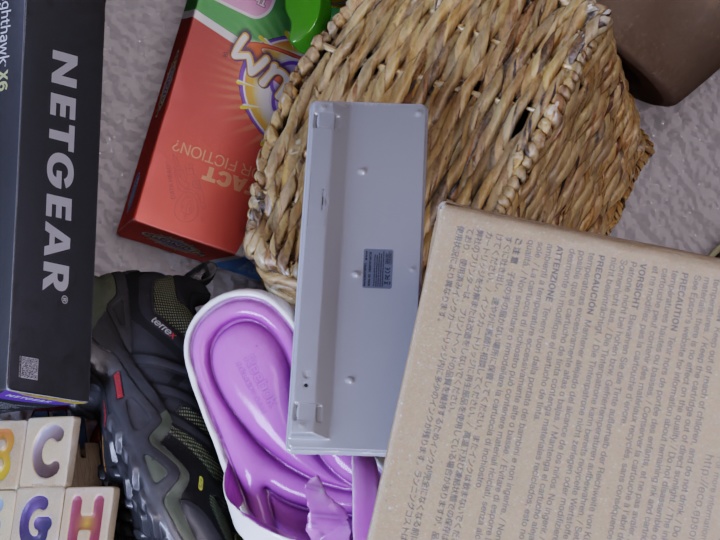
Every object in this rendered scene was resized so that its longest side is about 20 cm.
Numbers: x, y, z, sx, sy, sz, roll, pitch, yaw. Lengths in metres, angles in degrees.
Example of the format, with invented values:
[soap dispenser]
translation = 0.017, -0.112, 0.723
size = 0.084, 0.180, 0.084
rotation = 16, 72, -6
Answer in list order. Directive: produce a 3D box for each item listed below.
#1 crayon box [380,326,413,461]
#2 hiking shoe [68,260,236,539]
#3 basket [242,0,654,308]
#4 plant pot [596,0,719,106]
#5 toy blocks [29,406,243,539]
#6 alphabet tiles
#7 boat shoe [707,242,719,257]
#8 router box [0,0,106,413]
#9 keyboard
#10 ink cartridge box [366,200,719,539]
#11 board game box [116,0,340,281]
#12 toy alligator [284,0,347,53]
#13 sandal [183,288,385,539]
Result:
[crayon box]
translation = 0.052, 0.086, 1.340
size = 0.199, 0.052, 0.126
rotation = -10, 80, 22
[hiking shoe]
translation = -0.072, 0.078, 1.386
size = 0.100, 0.076, 0.200
rotation = -13, 63, -20
[basket]
translation = 0.037, -0.040, 1.487
size = 0.142, 0.149, 0.200
rotation = 21, 72, 22
[plant pot]
translation = 0.163, -0.186, 1.535
size = 0.200, 0.200, 0.175
rotation = 36, 85, -7
[toy blocks]
translation = -0.083, 0.096, 1.463
size = 0.199, 0.100, 0.137
rotation = -2, 69, -16
[alphabet tiles]
translation = -0.178, 0.167, 1.385
size = 0.006, 0.166, 0.201
rotation = 19, 73, -44
[boat shoe]
translation = 0.250, -0.011, 1.578
size = 0.202, 0.075, 0.075
rotation = -34, 90, -19
[router box]
translation = -0.193, -0.031, 1.411
size = 0.052, 0.157, 0.201
rotation = 13, 74, -45
[keyboard]
translation = 0.000, 0.000, 1.347
size = 0.056, 0.011, 0.200
rotation = 5, 52, -3
[ink cartridge box]
translation = 0.091, 0.087, 1.242
size = 0.164, 0.075, 0.201
rotation = 13, 82, 4
[board game box]
translation = -0.024, -0.091, 1.532
size = 0.153, 0.040, 0.201
rotation = 18, 75, -12
[toy alligator]
translation = -0.014, -0.203, 1.509
size = 0.054, 0.059, 0.200
rotation = 11, 73, 28
[sandal]
translation = -0.024, 0.098, 1.313
size = 0.082, 0.050, 0.203
rotation = -39, 70, 11
